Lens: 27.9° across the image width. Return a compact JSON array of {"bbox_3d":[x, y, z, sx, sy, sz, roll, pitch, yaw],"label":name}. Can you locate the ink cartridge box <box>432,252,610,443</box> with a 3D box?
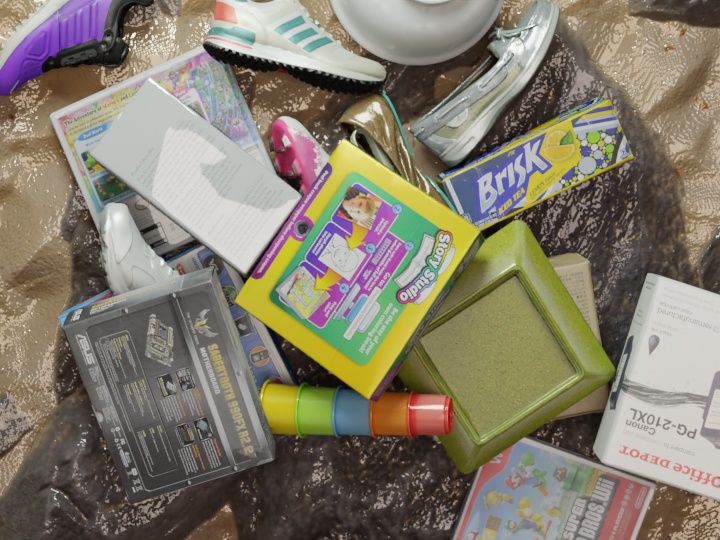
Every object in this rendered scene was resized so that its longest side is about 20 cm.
[{"bbox_3d":[0.158,0.081,1.562,0.197,0.075,0.167,-10,100,-2],"label":"ink cartridge box"}]

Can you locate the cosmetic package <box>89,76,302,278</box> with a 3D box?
[{"bbox_3d":[-0.166,-0.093,1.480,0.199,0.071,0.102,38,85,0],"label":"cosmetic package"}]

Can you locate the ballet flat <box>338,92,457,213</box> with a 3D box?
[{"bbox_3d":[0.038,-0.090,1.520,0.072,0.068,0.202,-29,88,-22],"label":"ballet flat"}]

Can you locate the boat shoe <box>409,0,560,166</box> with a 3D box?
[{"bbox_3d":[0.135,-0.205,1.525,0.064,0.075,0.203,36,101,-11],"label":"boat shoe"}]

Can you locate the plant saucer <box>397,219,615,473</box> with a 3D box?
[{"bbox_3d":[0.139,0.085,1.501,0.198,0.048,0.201,-33,98,2],"label":"plant saucer"}]

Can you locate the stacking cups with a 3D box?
[{"bbox_3d":[-0.003,0.149,1.489,0.197,0.060,0.061,3,98,12],"label":"stacking cups"}]

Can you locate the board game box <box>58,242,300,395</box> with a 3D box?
[{"bbox_3d":[-0.191,0.091,1.554,0.194,0.056,0.202,-26,98,1],"label":"board game box"}]

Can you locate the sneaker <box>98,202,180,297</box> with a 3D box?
[{"bbox_3d":[-0.206,0.018,1.486,0.098,0.078,0.202,-19,107,-7],"label":"sneaker"}]

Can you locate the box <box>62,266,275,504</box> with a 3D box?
[{"bbox_3d":[-0.188,0.115,1.441,0.156,0.048,0.202,-18,106,3],"label":"box"}]

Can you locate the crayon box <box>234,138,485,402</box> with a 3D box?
[{"bbox_3d":[0.000,0.000,1.455,0.172,0.058,0.201,34,88,11],"label":"crayon box"}]

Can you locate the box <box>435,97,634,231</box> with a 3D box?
[{"bbox_3d":[0.184,-0.111,1.543,0.198,0.064,0.071,-26,99,0],"label":"box"}]

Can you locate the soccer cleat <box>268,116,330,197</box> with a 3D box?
[{"bbox_3d":[-0.026,-0.079,1.543,0.086,0.070,0.202,-28,97,-21],"label":"soccer cleat"}]

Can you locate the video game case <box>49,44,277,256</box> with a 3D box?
[{"bbox_3d":[-0.203,-0.120,1.533,0.198,0.024,0.184,-24,92,1],"label":"video game case"}]

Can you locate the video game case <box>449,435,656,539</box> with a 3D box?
[{"bbox_3d":[0.215,0.271,1.620,0.197,0.017,0.145,20,97,-5],"label":"video game case"}]

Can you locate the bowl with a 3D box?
[{"bbox_3d":[0.065,-0.316,1.485,0.198,0.090,0.204,0,92,-8],"label":"bowl"}]

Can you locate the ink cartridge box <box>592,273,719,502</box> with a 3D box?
[{"bbox_3d":[0.339,0.121,1.492,0.143,0.084,0.203,17,94,2],"label":"ink cartridge box"}]

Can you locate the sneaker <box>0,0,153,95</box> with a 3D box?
[{"bbox_3d":[-0.294,-0.238,1.498,0.200,0.070,0.100,-45,100,4],"label":"sneaker"}]

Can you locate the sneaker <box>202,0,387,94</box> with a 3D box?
[{"bbox_3d":[-0.061,-0.248,1.509,0.197,0.070,0.095,12,84,-10],"label":"sneaker"}]
